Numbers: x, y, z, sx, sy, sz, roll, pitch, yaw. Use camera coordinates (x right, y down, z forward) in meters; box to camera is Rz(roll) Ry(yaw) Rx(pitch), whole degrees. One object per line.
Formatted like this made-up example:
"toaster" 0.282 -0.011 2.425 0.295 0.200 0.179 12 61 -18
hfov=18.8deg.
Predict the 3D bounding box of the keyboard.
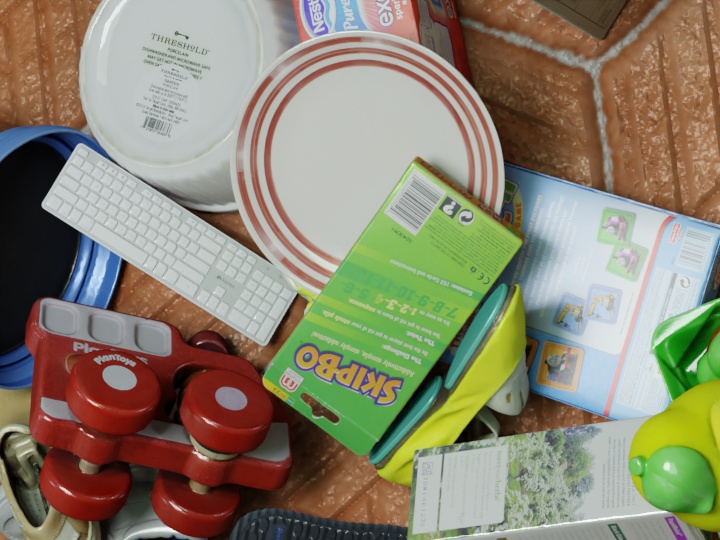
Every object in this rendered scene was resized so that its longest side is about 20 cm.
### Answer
"keyboard" -0.141 -0.018 1.630 0.199 0.011 0.057 33 76 -11

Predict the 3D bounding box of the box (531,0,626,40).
"box" 0.128 -0.231 1.491 0.077 0.200 0.095 34 98 24

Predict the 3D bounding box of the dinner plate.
"dinner plate" 0.005 -0.072 1.529 0.198 0.024 0.202 5 111 12

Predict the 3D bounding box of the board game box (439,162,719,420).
"board game box" 0.149 0.016 1.543 0.199 0.037 0.153 18 93 25

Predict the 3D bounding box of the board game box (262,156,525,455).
"board game box" 0.021 0.028 1.527 0.095 0.030 0.201 36 106 0

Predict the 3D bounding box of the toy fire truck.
"toy fire truck" -0.147 0.093 1.588 0.169 0.198 0.113 -97 22 -51

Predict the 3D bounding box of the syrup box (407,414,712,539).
"syrup box" 0.138 0.161 1.491 0.198 0.082 0.079 -10 51 20

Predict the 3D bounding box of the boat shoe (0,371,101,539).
"boat shoe" -0.245 0.135 1.623 0.071 0.076 0.200 -33 46 0

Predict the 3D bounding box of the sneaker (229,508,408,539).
"sneaker" 0.000 0.224 1.583 0.198 0.079 0.066 12 63 8

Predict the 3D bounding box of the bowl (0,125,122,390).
"bowl" -0.254 -0.012 1.635 0.039 0.200 0.202 16 91 30

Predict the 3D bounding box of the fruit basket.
"fruit basket" 0.262 0.108 1.391 0.155 0.215 0.217 -24 75 20

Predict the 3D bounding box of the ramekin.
"ramekin" -0.119 -0.149 1.649 0.198 0.105 0.202 -3 83 24

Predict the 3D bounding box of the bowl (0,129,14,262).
"bowl" -0.314 -0.015 1.710 0.107 0.200 0.201 34 102 -20

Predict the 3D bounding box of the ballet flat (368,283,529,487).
"ballet flat" 0.079 0.088 1.529 0.067 0.067 0.200 31 127 -7

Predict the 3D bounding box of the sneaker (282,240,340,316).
"sneaker" 0.000 0.000 1.595 0.105 0.076 0.201 -33 83 5

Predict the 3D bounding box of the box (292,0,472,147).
"box" 0.012 -0.189 1.595 0.095 0.100 0.202 -15 79 22

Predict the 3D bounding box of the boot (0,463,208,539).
"boot" -0.200 0.193 1.646 0.198 0.074 0.096 -17 40 21
